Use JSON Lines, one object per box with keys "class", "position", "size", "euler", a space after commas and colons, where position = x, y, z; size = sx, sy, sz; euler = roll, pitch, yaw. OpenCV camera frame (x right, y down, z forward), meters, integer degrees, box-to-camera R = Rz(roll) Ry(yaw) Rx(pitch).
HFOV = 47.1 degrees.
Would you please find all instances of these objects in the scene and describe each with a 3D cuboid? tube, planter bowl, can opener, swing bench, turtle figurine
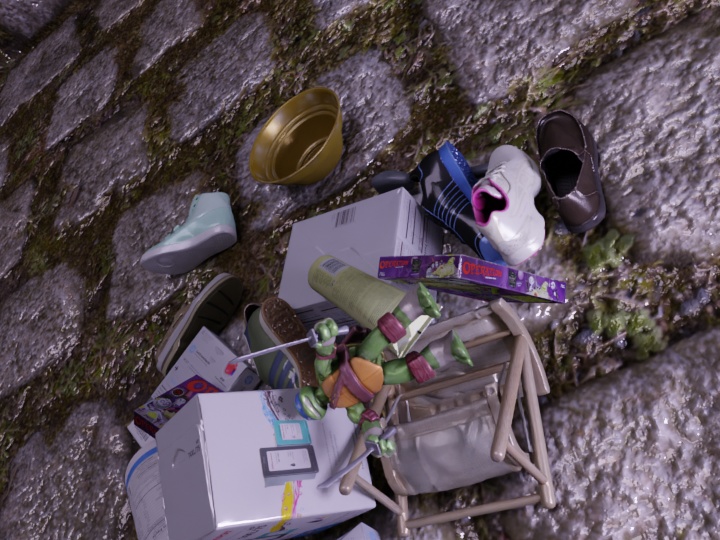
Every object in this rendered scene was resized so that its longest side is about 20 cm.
{"class": "tube", "position": [0.010, 0.038, 0.997], "size": [0.199, 0.052, 0.059], "euler": [28, 118, 47]}
{"class": "planter bowl", "position": [-0.091, -0.210, 1.423], "size": [0.199, 0.083, 0.202], "euler": [-24, 46, 28]}
{"class": "can opener", "position": [0.105, -0.118, 1.192], "size": [0.198, 0.066, 0.053], "euler": [-6, 55, 33]}
{"class": "swing bench", "position": [0.099, 0.165, 0.924], "size": [0.198, 0.130, 0.201], "euler": [-21, 42, 30]}
{"class": "turtle figurine", "position": [0.010, 0.112, 0.838], "size": [0.193, 0.200, 0.145], "euler": [-34, 70, 7]}

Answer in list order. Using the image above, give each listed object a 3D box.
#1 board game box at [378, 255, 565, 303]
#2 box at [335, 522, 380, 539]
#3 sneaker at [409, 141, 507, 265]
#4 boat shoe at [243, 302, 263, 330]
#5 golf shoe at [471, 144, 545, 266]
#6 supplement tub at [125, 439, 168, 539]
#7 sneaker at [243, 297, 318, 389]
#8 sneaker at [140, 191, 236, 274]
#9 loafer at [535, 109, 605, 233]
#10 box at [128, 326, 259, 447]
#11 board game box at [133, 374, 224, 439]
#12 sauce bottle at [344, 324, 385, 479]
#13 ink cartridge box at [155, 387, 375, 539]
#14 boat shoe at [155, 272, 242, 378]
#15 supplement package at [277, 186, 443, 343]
{"class": "board game box", "position": [0.131, 0.012, 0.944], "size": [0.119, 0.199, 0.033], "euler": [-6, 77, 45]}
{"class": "box", "position": [-0.048, 0.406, 0.932], "size": [0.199, 0.041, 0.157], "euler": [-36, 41, 14]}
{"class": "sneaker", "position": [0.132, -0.075, 1.105], "size": [0.078, 0.070, 0.201], "euler": [-36, 58, 24]}
{"class": "boat shoe", "position": [-0.121, 0.117, 1.211], "size": [0.072, 0.059, 0.200], "euler": [-43, 40, 6]}
{"class": "golf shoe", "position": [0.180, -0.101, 1.044], "size": [0.075, 0.091, 0.201], "euler": [-38, 34, 33]}
{"class": "supplement tub", "position": [-0.231, 0.327, 1.092], "size": [0.132, 0.132, 0.200], "euler": [-44, 41, 6]}
{"class": "sneaker", "position": [-0.093, 0.140, 1.115], "size": [0.067, 0.201, 0.090], "euler": [-25, -6, -43]}
{"class": "sneaker", "position": [-0.316, -0.072, 1.525], "size": [0.199, 0.074, 0.119], "euler": [-21, 53, 16]}
{"class": "loafer", "position": [0.263, -0.142, 1.053], "size": [0.073, 0.071, 0.201], "euler": [-28, 44, 23]}
{"class": "box", "position": [-0.258, 0.204, 1.272], "size": [0.201, 0.041, 0.155], "euler": [-55, 41, -5]}
{"class": "board game box", "position": [-0.199, 0.218, 1.126], "size": [0.199, 0.120, 0.033], "euler": [25, 119, 29]}
{"class": "sauce bottle", "position": [0.002, 0.168, 1.056], "size": [0.064, 0.065, 0.202], "euler": [-19, 50, 31]}
{"class": "ink cartridge box", "position": [-0.114, 0.228, 0.952], "size": [0.147, 0.198, 0.147], "euler": [-41, 55, 48]}
{"class": "boat shoe", "position": [-0.275, 0.084, 1.366], "size": [0.068, 0.075, 0.201], "euler": [30, 83, 44]}
{"class": "supplement package", "position": [0.000, 0.000, 1.152], "size": [0.198, 0.111, 0.157], "euler": [-15, 51, 34]}
